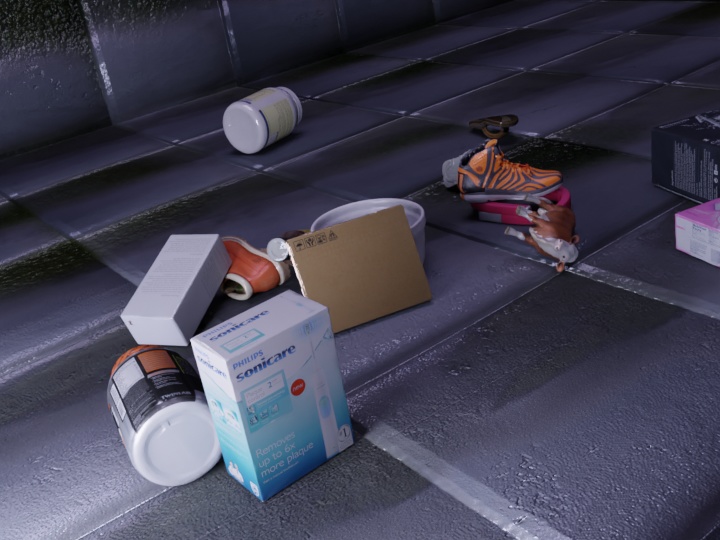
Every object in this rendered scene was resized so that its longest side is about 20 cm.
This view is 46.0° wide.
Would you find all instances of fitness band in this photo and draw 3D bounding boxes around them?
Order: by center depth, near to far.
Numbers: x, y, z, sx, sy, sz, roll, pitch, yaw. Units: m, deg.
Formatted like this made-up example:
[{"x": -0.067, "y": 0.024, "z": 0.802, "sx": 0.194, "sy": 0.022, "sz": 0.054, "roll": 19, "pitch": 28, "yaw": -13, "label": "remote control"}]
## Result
[{"x": 0.308, "y": -0.135, "z": 1.649, "sx": 0.200, "sy": 0.037, "sz": 0.144, "roll": 10, "pitch": 32, "yaw": 35, "label": "fitness band"}]

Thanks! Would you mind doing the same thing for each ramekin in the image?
[{"x": 0.019, "y": -0.041, "z": 1.478, "sx": 0.200, "sy": 0.105, "sz": 0.200, "roll": -8, "pitch": 24, "yaw": 4, "label": "ramekin"}]

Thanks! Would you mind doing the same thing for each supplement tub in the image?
[{"x": -0.256, "y": 0.178, "z": 1.097, "sx": 0.122, "sy": 0.123, "sz": 0.200, "roll": -19, "pitch": 26, "yaw": -19, "label": "supplement tub"}, {"x": -0.268, "y": -0.421, "z": 2.347, "sx": 0.145, "sy": 0.145, "sz": 0.200, "roll": 7, "pitch": 30, "yaw": 33, "label": "supplement tub"}]

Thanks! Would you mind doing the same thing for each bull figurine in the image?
[{"x": 0.319, "y": -0.070, "z": 1.452, "sx": 0.121, "sy": 0.065, "sz": 0.200, "roll": 30, "pitch": 26, "yaw": 6, "label": "bull figurine"}]

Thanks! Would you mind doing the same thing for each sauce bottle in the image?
[{"x": -0.110, "y": -0.040, "z": 1.495, "sx": 0.065, "sy": 0.065, "sz": 0.200, "roll": -1, "pitch": 4, "yaw": 18, "label": "sauce bottle"}]

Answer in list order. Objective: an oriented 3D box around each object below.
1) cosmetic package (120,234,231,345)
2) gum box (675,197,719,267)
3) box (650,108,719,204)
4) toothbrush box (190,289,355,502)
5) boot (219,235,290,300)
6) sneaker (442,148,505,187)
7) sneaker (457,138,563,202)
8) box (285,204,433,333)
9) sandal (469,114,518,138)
[{"x": -0.305, "y": 0.029, "z": 1.428, "sx": 0.101, "sy": 0.071, "sz": 0.200, "roll": 1, "pitch": 44, "yaw": 22, "label": "cosmetic package"}, {"x": 0.599, "y": -0.053, "z": 1.325, "sx": 0.113, "sy": 0.066, "sz": 0.200, "roll": -19, "pitch": 26, "yaw": -17, "label": "gum box"}, {"x": 0.683, "y": -0.213, "z": 1.572, "sx": 0.200, "sy": 0.124, "sz": 0.197, "roll": -17, "pitch": 24, "yaw": -14, "label": "box"}, {"x": -0.100, "y": 0.146, "z": 1.013, "sx": 0.146, "sy": 0.200, "sz": 0.085, "roll": -26, "pitch": 29, "yaw": -32, "label": "toothbrush box"}, {"x": -0.232, "y": -0.003, "z": 1.536, "sx": 0.200, "sy": 0.075, "sz": 0.107, "roll": 16, "pitch": 40, "yaw": 42, "label": "boot"}, {"x": 0.251, "y": -0.212, "z": 1.759, "sx": 0.080, "sy": 0.076, "sz": 0.200, "roll": -3, "pitch": 5, "yaw": -26, "label": "sneaker"}, {"x": 0.283, "y": -0.195, "z": 1.611, "sx": 0.200, "sy": 0.112, "sz": 0.078, "roll": -7, "pitch": 23, "yaw": 3, "label": "sneaker"}, {"x": 0.000, "y": 0.000, "z": 1.342, "sx": 0.200, "sy": 0.164, "sz": 0.021, "roll": -18, "pitch": 1, "yaw": -17, "label": "box"}, {"x": 0.328, "y": -0.352, "z": 2.093, "sx": 0.082, "sy": 0.055, "sz": 0.200, "roll": -12, "pitch": 10, "yaw": -18, "label": "sandal"}]
